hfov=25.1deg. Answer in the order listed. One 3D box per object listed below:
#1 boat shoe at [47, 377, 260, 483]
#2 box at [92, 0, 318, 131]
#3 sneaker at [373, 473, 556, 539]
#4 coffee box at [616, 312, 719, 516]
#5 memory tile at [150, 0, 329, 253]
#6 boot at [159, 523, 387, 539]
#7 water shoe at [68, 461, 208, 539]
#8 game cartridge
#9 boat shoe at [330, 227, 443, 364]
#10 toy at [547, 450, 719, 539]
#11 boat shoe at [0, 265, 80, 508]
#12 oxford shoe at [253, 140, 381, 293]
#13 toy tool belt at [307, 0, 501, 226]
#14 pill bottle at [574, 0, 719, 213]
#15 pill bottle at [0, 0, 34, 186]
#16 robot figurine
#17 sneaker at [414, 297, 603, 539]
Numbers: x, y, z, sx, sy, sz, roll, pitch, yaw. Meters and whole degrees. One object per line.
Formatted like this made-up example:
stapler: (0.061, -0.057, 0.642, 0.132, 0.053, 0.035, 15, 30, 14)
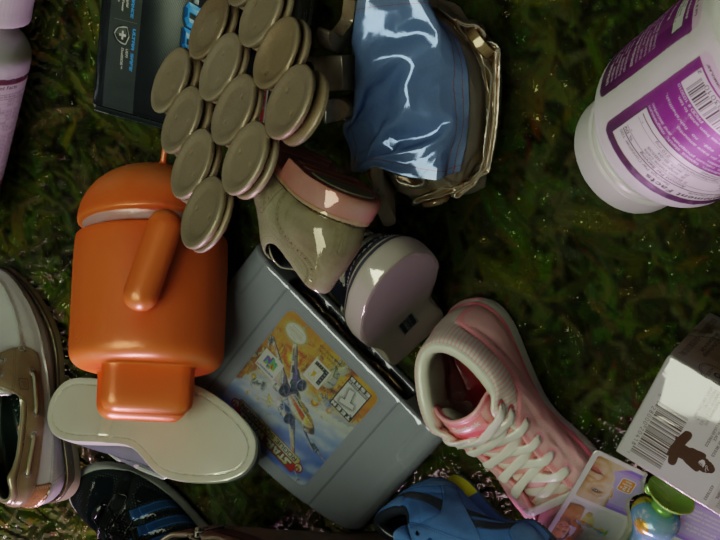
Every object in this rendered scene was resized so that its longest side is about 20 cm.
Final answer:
boat shoe: (-0.151, 0.125, 1.256, 0.199, 0.062, 0.073, 8, 76, 32)
box: (-0.110, -0.197, 1.169, 0.158, 0.046, 0.201, 17, 110, 22)
sneaker: (0.074, 0.196, 1.102, 0.200, 0.078, 0.066, 24, 126, 63)
coffee box: (0.277, 0.120, 1.019, 0.199, 0.114, 0.080, 31, 115, 15)
memory tile: (-0.084, -0.118, 1.070, 0.153, 0.017, 0.201, -50, 36, 27)
boot: (-0.047, 0.221, 1.185, 0.199, 0.146, 0.071, -5, 75, 30)
water shoe: (-0.162, 0.222, 1.285, 0.199, 0.079, 0.072, 32, 115, 17)
game cartridge: (-0.041, 0.093, 1.217, 0.200, 0.041, 0.133, 44, 114, 10)
boat shoe: (0.000, 0.000, 1.091, 0.075, 0.200, 0.093, -42, 74, -8)
toy: (0.167, 0.228, 1.113, 0.115, 0.047, 0.201, 24, 116, -5)
boat shoe: (-0.283, 0.092, 1.306, 0.074, 0.068, 0.201, -24, 79, 31)
oxford shoe: (-0.051, -0.043, 1.059, 0.070, 0.200, 0.074, 17, 100, -21)
toy tool belt: (0.026, -0.138, 1.072, 0.124, 0.123, 0.201, -3, 101, 27)
pill bottle: (0.207, -0.103, 0.957, 0.113, 0.112, 0.200, 58, 155, 3)
pill bottle: (-0.317, -0.140, 1.253, 0.109, 0.109, 0.201, 27, 114, 18)
robot figurine: (-0.153, 0.008, 1.186, 0.116, 0.144, 0.201, -6, 75, 25)
sneaker: (0.101, 0.120, 1.113, 0.075, 0.105, 0.201, -30, 90, 28)
